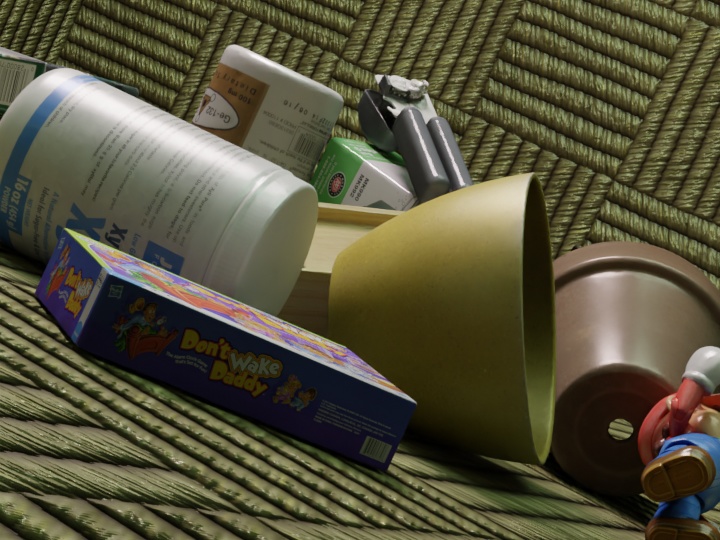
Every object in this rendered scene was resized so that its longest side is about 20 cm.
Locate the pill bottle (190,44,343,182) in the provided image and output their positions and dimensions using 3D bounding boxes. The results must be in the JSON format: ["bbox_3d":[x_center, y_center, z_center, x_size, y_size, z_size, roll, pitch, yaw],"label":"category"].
[{"bbox_3d":[-0.104,-0.082,1.652,0.114,0.201,0.114,25,3,-1],"label":"pill bottle"}]

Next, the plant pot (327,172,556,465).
[{"bbox_3d":[0.056,0.036,1.334,0.141,0.202,0.200,-2,-3,12],"label":"plant pot"}]

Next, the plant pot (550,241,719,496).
[{"bbox_3d":[0.209,0.096,1.558,0.199,0.201,0.175,25,21,0],"label":"plant pot"}]

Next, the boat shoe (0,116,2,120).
[{"bbox_3d":[-0.224,-0.065,1.427,0.200,0.072,0.066,20,-36,-10],"label":"boat shoe"}]

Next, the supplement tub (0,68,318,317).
[{"bbox_3d":[-0.143,-0.041,1.286,0.199,0.133,0.132,26,3,15],"label":"supplement tub"}]

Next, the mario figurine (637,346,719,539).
[{"bbox_3d":[0.255,0.135,1.372,0.106,0.124,0.200,31,20,5],"label":"mario figurine"}]

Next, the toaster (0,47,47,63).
[{"bbox_3d":[-0.347,-0.150,1.725,0.129,0.114,0.200,20,7,-19],"label":"toaster"}]

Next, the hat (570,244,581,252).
[{"bbox_3d":[0.179,0.079,1.784,0.080,0.202,0.201,-6,6,-5],"label":"hat"}]

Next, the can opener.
[{"bbox_3d":[0.049,-0.104,1.608,0.052,0.067,0.200,15,27,-24],"label":"can opener"}]

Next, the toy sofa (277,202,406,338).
[{"bbox_3d":[0.000,0.000,1.445,0.199,0.098,0.083,5,35,-23],"label":"toy sofa"}]

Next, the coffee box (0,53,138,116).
[{"bbox_3d":[-0.282,-0.141,1.437,0.199,0.044,0.123,12,1,29],"label":"coffee box"}]

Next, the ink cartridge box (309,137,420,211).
[{"bbox_3d":[0.032,-0.002,1.613,0.084,0.147,0.200,11,20,-48],"label":"ink cartridge box"}]

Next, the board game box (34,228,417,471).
[{"bbox_3d":[-0.081,0.045,1.118,0.199,0.045,0.134,24,3,-23],"label":"board game box"}]
